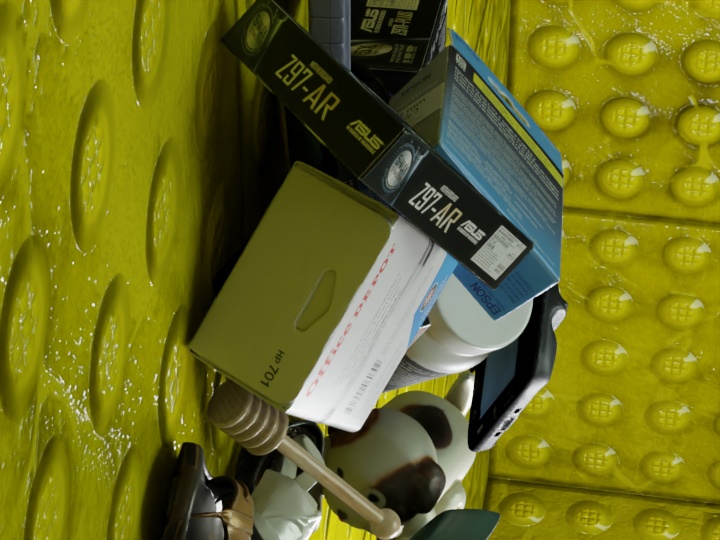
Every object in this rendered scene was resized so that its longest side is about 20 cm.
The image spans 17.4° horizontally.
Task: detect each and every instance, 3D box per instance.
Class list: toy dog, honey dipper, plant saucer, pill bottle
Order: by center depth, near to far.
[{"bbox_3d":[-0.034,0.137,1.635,0.200,0.038,0.038,43,47,-42],"label":"honey dipper"},{"bbox_3d":[0.032,0.258,1.905,0.200,0.036,0.200,-46,180,0],"label":"plant saucer"},{"bbox_3d":[0.047,0.034,1.913,0.200,0.113,0.114,-19,-122,58],"label":"pill bottle"},{"bbox_3d":[0.033,0.174,2.013,0.194,0.140,0.200,-41,169,8],"label":"toy dog"}]

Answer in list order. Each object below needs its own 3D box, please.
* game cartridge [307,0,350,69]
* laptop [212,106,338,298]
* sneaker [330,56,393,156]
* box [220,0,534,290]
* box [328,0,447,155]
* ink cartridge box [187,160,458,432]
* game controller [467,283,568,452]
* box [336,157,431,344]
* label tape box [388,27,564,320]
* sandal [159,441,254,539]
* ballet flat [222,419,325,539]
[{"bbox_3d":[-0.022,-0.216,1.703,0.200,0.038,0.130,-91,177,-52],"label":"game cartridge"},{"bbox_3d":[-0.072,-0.031,1.682,0.200,0.116,0.188,-47,155,-25],"label":"laptop"},{"bbox_3d":[0.016,-0.092,1.797,0.200,0.069,0.100,51,-7,22],"label":"sneaker"},{"bbox_3d":[0.013,-0.081,1.525,0.044,0.160,0.200,-47,144,4],"label":"box"},{"bbox_3d":[0.020,-0.137,1.996,0.200,0.086,0.164,-74,167,-60],"label":"box"},{"bbox_3d":[-0.020,0.022,1.570,0.147,0.086,0.200,-59,163,0],"label":"ink cartridge box"},{"bbox_3d":[0.124,0.079,1.941,0.200,0.042,0.105,118,-9,-64],"label":"game controller"},{"bbox_3d":[0.000,0.000,1.773,0.200,0.040,0.137,128,-53,-75],"label":"box"},{"bbox_3d":[0.085,-0.076,1.745,0.143,0.066,0.200,48,22,-20],"label":"label tape box"},{"bbox_3d":[-0.093,0.169,1.504,0.200,0.054,0.082,82,16,-63],"label":"sandal"},{"bbox_3d":[-0.062,0.163,1.675,0.068,0.068,0.200,48,22,-18],"label":"ballet flat"}]
